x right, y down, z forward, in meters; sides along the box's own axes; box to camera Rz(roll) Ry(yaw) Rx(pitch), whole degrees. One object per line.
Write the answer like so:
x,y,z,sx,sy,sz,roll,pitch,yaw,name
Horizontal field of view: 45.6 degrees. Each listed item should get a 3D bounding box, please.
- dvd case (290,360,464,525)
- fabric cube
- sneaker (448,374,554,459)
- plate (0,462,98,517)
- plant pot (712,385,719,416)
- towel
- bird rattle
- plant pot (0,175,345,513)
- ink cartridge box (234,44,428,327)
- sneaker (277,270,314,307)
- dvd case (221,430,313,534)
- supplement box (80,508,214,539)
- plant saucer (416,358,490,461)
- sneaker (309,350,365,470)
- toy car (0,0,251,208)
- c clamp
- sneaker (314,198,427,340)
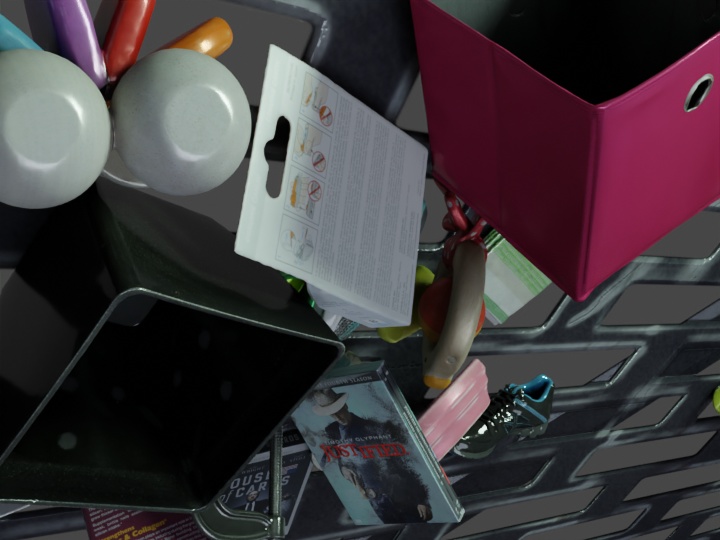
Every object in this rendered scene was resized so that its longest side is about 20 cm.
0.008,0.189,0.910,0.145,0.022,0.202,-13,113,36,dvd case
0.176,-0.140,0.665,0.195,0.200,0.200,-33,143,-16,fabric cube
0.181,0.189,1.148,0.198,0.073,0.083,-12,127,-37,sneaker
-0.321,0.174,0.713,0.198,0.200,0.033,-20,96,-17,plate
0.752,0.258,1.523,0.199,0.182,0.200,-42,141,12,plant pot
0.196,-0.033,0.954,0.200,0.031,0.149,-42,143,7,towel
0.095,0.019,0.814,0.111,0.164,0.201,17,134,-14,bird rattle
-0.170,0.047,0.652,0.199,0.178,0.200,19,118,-46,plant pot
-0.025,-0.056,0.672,0.047,0.162,0.199,-6,159,40,ink cartridge box
-0.100,0.055,0.777,0.074,0.084,0.201,23,110,-37,sneaker
-0.137,0.275,1.039,0.149,0.025,0.201,-8,135,-30,dvd case
-0.200,0.268,0.840,0.109,0.201,0.086,-20,146,-15,supplement box
0.084,0.192,1.012,0.200,0.051,0.201,-44,170,-9,plant saucer
-0.004,0.185,0.969,0.078,0.086,0.201,-43,152,-34,sneaker
-0.166,-0.120,0.518,0.198,0.174,0.152,-8,101,-28,toy car
-0.104,0.194,0.859,0.170,0.203,0.027,12,156,-43,c clamp
0.000,0.000,0.824,0.200,0.078,0.091,-48,156,23,sneaker
